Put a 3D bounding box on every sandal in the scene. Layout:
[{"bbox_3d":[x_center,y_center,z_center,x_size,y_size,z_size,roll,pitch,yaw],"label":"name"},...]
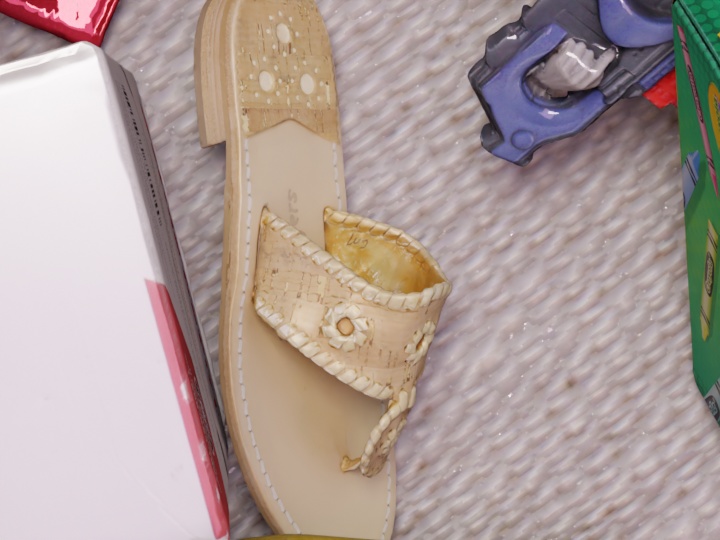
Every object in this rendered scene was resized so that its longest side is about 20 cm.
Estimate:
[{"bbox_3d":[-0.004,0.001,0.776,0.077,0.069,0.214,-11,91,-47],"label":"sandal"}]

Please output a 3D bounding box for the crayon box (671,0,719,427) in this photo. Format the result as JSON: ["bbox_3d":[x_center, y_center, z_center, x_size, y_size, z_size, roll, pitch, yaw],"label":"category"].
[{"bbox_3d":[0.171,-0.022,0.754,0.118,0.201,0.058,-19,49,-6],"label":"crayon box"}]

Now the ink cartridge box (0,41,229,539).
[{"bbox_3d":[-0.096,0.012,0.715,0.082,0.200,0.148,-15,93,-3],"label":"ink cartridge box"}]

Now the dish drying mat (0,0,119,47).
[{"bbox_3d":[-0.167,-0.152,0.791,0.199,0.018,0.077,25,88,-6],"label":"dish drying mat"}]

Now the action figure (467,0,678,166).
[{"bbox_3d":[0.096,-0.139,0.742,0.199,0.105,0.194,-32,109,30],"label":"action figure"}]

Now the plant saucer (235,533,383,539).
[{"bbox_3d":[0.049,0.152,0.716,0.198,0.201,0.049,7,125,-25],"label":"plant saucer"}]
